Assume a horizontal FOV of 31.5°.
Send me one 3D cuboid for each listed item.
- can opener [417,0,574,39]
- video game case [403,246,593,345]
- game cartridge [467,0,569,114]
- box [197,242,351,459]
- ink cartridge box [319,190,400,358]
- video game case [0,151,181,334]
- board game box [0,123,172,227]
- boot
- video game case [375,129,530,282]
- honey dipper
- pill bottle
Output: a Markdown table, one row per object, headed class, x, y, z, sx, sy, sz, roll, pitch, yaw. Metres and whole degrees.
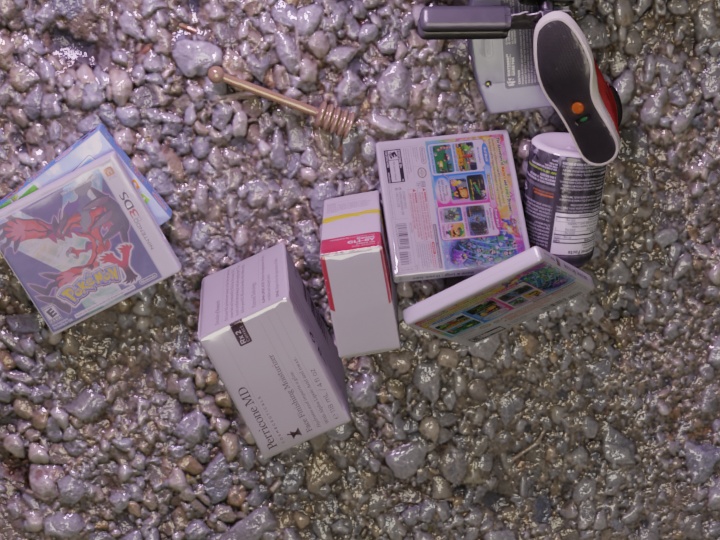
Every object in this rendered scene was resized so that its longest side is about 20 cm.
| class | x | y | z | sx | sy | sz | roll | pitch | yaw |
| --- | --- | --- | --- | --- | --- | --- | --- | --- | --- |
| can opener | 0.170 | -0.328 | 1.599 | 0.197 | 0.053 | 0.068 | -1 | 80 | -3 |
| video game case | 0.180 | 0.037 | 1.641 | 0.198 | 0.024 | 0.181 | -27 | 156 | 24 |
| game cartridge | 0.204 | -0.307 | 1.646 | 0.131 | 0.041 | 0.203 | -8 | 112 | -5 |
| box | -0.115 | 0.103 | 1.696 | 0.129 | 0.200 | 0.201 | -24 | 112 | 5 |
| ink cartridge box | 0.000 | 0.000 | 1.660 | 0.082 | 0.201 | 0.147 | -10 | 114 | 4 |
| video game case | -0.364 | -0.034 | 1.676 | 0.198 | 0.023 | 0.184 | -26 | 112 | 6 |
| board game box | -0.374 | -0.075 | 1.691 | 0.199 | 0.037 | 0.152 | -35 | 111 | 8 |
| boot | 0.279 | -0.249 | 1.622 | 0.072 | 0.145 | 0.202 | -17 | 113 | 24 |
| video game case | 0.119 | -0.086 | 1.659 | 0.179 | 0.203 | 0.024 | -6 | 153 | -3 |
| honey dipper | -0.104 | -0.222 | 1.654 | 0.197 | 0.038 | 0.038 | 20 | 109 | -11 |
| pill bottle | 0.266 | -0.074 | 1.707 | 0.104 | 0.107 | 0.203 | 3 | 113 | -6 |
